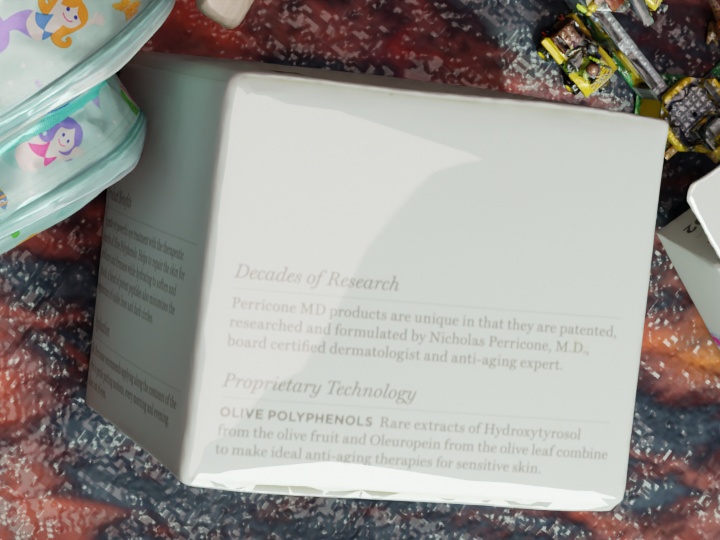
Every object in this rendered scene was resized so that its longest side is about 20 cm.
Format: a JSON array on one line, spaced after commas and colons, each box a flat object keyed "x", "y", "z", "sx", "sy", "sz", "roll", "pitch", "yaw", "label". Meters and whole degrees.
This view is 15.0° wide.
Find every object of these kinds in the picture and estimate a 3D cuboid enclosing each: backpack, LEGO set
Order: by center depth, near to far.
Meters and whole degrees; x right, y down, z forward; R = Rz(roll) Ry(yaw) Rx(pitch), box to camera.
[{"x": -0.168, "y": -0.084, "z": 1.133, "sx": 0.200, "sy": 0.178, "sz": 0.151, "roll": -37, "pitch": 102, "yaw": 6, "label": "backpack"}, {"x": 0.185, "y": -0.146, "z": 1.268, "sx": 0.200, "sy": 0.116, "sz": 0.154, "roll": -35, "pitch": 104, "yaw": -9, "label": "LEGO set"}]

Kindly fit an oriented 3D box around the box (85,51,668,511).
[{"x": 0.000, "y": 0.000, "z": 1.193, "sx": 0.200, "sy": 0.199, "sz": 0.171, "roll": 4, "pitch": 95, "yaw": -18, "label": "box"}]

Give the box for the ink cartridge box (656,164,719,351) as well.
[{"x": 0.224, "y": 0.002, "z": 1.308, "sx": 0.115, "sy": 0.068, "sz": 0.200, "roll": -35, "pitch": 115, "yaw": -10, "label": "ink cartridge box"}]

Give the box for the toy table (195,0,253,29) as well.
[{"x": -0.032, "y": -0.193, "z": 1.204, "sx": 0.200, "sy": 0.117, "sz": 0.184, "roll": 20, "pitch": 91, "yaw": -18, "label": "toy table"}]
